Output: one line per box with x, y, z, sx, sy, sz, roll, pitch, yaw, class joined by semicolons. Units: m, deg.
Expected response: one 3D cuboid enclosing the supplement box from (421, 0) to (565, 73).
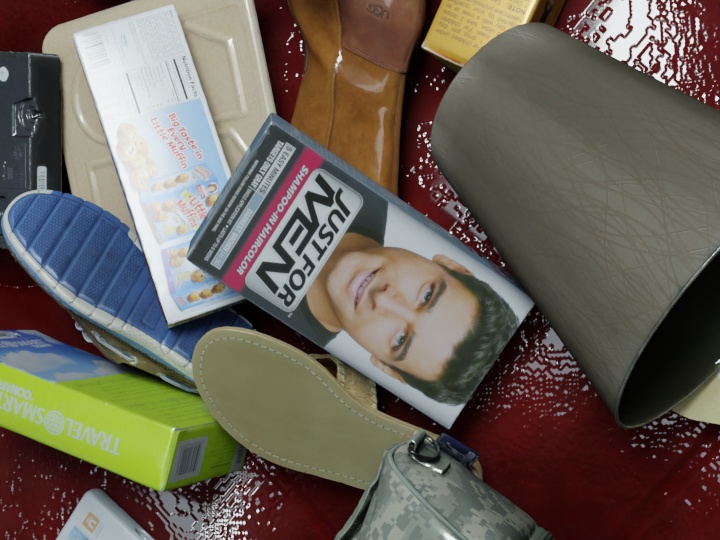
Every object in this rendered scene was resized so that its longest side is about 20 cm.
0.112;-0.218;0.787;0.068;0.066;0.203;24;94;20;supplement box

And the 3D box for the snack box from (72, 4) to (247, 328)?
-0.125;-0.070;0.810;0.071;0.024;0.203;-18;85;-12;snack box

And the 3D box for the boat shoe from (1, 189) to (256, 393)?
-0.163;0.027;0.835;0.199;0.073;0.072;38;143;-9;boat shoe

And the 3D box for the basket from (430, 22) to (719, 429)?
0.142;-0.043;0.716;0.200;0.135;0.181;46;106;32;basket

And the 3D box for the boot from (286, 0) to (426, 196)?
-0.033;-0.135;0.845;0.186;0.068;0.204;19;109;33;boot

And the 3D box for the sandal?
-0.014;0.096;0.818;0.209;0.070;0.078;29;109;-3;sandal

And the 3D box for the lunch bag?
0.040;0.222;0.742;0.167;0.139;0.202;36;103;12;lunch bag

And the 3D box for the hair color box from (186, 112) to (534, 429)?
0.000;0.000;0.771;0.198;0.061;0.100;33;98;-11;hair color box

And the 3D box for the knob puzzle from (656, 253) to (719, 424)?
0.228;0.005;0.747;0.217;0.030;0.224;-5;80;30;knob puzzle

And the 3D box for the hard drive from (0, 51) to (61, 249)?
-0.306;-0.091;0.923;0.197;0.038;0.142;4;96;31;hard drive

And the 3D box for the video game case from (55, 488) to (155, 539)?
-0.183;0.295;0.886;0.181;0.023;0.202;37;99;19;video game case

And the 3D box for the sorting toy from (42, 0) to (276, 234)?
-0.134;-0.093;0.868;0.182;0.036;0.204;-9;90;27;sorting toy

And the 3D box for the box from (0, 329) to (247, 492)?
-0.186;0.092;0.847;0.197;0.122;0.048;18;94;20;box
